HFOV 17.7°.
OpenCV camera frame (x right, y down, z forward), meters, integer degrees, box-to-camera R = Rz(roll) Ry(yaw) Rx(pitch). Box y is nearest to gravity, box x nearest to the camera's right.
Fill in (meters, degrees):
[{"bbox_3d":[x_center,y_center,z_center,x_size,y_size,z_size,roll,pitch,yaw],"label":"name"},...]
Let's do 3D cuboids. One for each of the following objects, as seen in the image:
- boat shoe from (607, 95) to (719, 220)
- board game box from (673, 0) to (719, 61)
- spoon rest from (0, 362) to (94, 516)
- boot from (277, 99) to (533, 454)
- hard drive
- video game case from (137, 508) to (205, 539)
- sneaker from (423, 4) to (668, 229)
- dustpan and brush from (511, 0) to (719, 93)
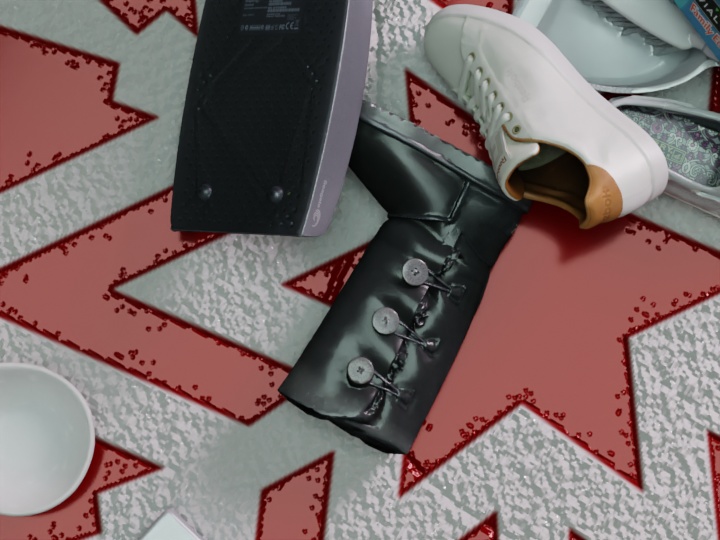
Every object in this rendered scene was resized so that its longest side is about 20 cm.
[{"bbox_3d":[0.247,-0.069,1.515,0.200,0.069,0.072,25,87,4],"label":"boat shoe"},{"bbox_3d":[0.287,-0.187,1.510,0.151,0.047,0.200,-34,84,-28],"label":"board game box"},{"bbox_3d":[-0.272,0.098,1.512,0.199,0.061,0.100,13,85,3],"label":"spoon rest"},{"bbox_3d":[0.001,0.000,1.521,0.165,0.066,0.200,27,90,5],"label":"boot"},{"bbox_3d":[-0.054,-0.118,1.508,0.135,0.042,0.201,3,80,42],"label":"hard drive"},{"bbox_3d":[-0.115,0.289,1.508,0.200,0.023,0.182,43,86,5],"label":"video game case"},{"bbox_3d":[0.099,-0.100,1.488,0.085,0.073,0.200,-31,57,-32],"label":"sneaker"},{"bbox_3d":[0.211,-0.158,1.529,0.200,0.057,0.140,30,85,-6],"label":"dustpan and brush"}]
